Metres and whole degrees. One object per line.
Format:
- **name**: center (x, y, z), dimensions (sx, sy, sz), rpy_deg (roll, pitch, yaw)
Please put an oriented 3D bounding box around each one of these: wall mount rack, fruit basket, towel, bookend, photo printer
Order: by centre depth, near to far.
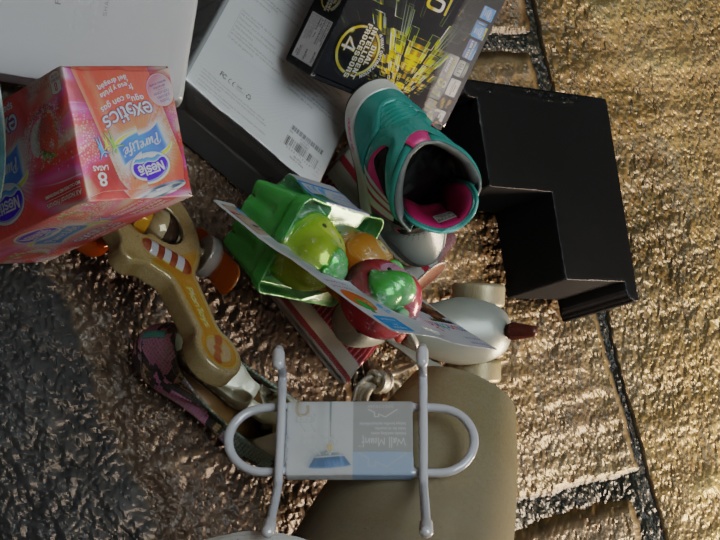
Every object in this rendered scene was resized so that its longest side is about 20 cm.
- **wall mount rack**: center (-0.009, 0.139, 1.410), dimensions (0.199, 0.075, 0.174), rpy_deg (-1, 55, 2)
- **photo printer**: center (-0.225, -0.222, 1.440), dimensions (0.199, 0.069, 0.167), rpy_deg (9, 99, -15)
- **fruit basket**: center (0.000, 0.000, 1.490), dimensions (0.185, 0.200, 0.094), rpy_deg (14, 103, -59)
- **towel**: center (-0.006, -0.016, 1.648), dimensions (0.144, 0.023, 0.200), rpy_deg (51, 53, -18)
- **bookend**: center (0.146, -0.061, 1.718), dimensions (0.198, 0.092, 0.201), rpy_deg (1, 76, -42)

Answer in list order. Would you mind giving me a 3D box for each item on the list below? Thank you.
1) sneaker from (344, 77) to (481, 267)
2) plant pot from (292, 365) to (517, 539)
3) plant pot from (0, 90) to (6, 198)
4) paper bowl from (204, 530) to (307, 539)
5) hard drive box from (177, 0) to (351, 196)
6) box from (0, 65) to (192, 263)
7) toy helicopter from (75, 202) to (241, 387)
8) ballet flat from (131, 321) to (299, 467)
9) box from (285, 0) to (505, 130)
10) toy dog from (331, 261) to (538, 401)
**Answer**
- **sneaker**: center (0.056, -0.057, 1.572), dimensions (0.083, 0.121, 0.200), rpy_deg (-30, 134, -10)
- **plant pot**: center (0.054, 0.187, 1.516), dimensions (0.187, 0.187, 0.200), rpy_deg (36, 61, -25)
- **plant pot**: center (-0.373, -0.105, 1.276), dimensions (0.196, 0.200, 0.201), rpy_deg (-13, 85, -33)
- **paper bowl**: center (-0.073, 0.281, 1.396), dimensions (0.201, 0.200, 0.104), rpy_deg (44, 25, -20)
- **hard drive box**: center (-0.077, -0.180, 1.601), dimensions (0.156, 0.077, 0.200), rpy_deg (40, 56, -23)
- **box**: center (-0.224, -0.074, 1.370), dimensions (0.094, 0.200, 0.103), rpy_deg (-6, 82, -42)
- **toy helicopter**: center (-0.142, 0.006, 1.465), dimensions (0.132, 0.079, 0.200), rpy_deg (9, 46, -53)
- **ballet flat**: center (-0.095, 0.106, 1.506), dimensions (0.200, 0.071, 0.069), rpy_deg (38, 63, -25)
- **box**: center (0.046, -0.236, 1.570), dimensions (0.161, 0.049, 0.201), rpy_deg (19, 102, -43)
- **toy dog**: center (0.077, 0.055, 1.628), dimensions (0.200, 0.096, 0.132), rpy_deg (-23, 102, -43)
